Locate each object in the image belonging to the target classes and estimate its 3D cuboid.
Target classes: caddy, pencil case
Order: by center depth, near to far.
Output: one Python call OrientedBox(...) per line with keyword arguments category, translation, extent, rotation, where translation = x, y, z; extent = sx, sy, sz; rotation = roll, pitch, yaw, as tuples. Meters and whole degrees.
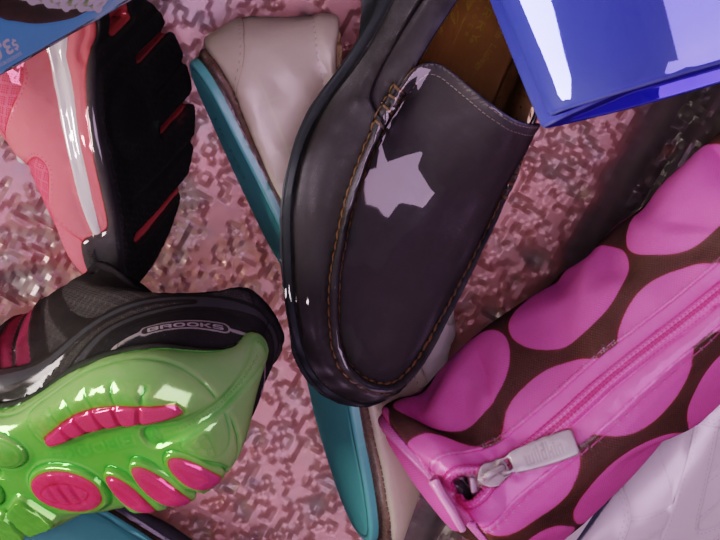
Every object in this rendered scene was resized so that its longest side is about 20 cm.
OrientedBox(category="caddy", translation=(0.121, -0.117, 0.947), extent=(0.199, 0.141, 0.105), rotation=(-16, 88, 1))
OrientedBox(category="pencil case", translation=(0.102, 0.018, 1.019), extent=(0.200, 0.094, 0.091), rotation=(-43, 78, 4))

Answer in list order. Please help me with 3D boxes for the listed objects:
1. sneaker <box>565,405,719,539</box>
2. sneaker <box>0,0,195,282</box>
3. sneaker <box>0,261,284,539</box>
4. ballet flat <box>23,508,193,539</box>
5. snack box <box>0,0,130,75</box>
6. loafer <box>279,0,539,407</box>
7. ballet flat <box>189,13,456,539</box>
OrientedBox(category="sneaker", translation=(0.099, 0.097, 1.104), extent=(0.080, 0.076, 0.200), rotation=(38, 99, -19))
OrientedBox(category="sneaker", translation=(-0.122, -0.087, 1.065), extent=(0.086, 0.074, 0.201), rotation=(-7, 110, 27))
OrientedBox(category="sneaker", translation=(-0.102, 0.044, 1.050), extent=(0.199, 0.084, 0.077), rotation=(-3, 125, 40))
OrientedBox(category="ballet flat", translation=(-0.045, 0.145, 1.101), extent=(0.200, 0.073, 0.073), rotation=(34, 98, 2))
OrientedBox(category="snack box", translation=(-0.090, -0.150, 0.995), extent=(0.037, 0.200, 0.117), rotation=(-13, 107, 45))
OrientedBox(category="loafer", translation=(0.027, -0.051, 1.029), extent=(0.073, 0.072, 0.201), rotation=(21, 77, -33))
OrientedBox(category="ballet flat", translation=(0.000, 0.000, 1.083), extent=(0.069, 0.069, 0.201), rotation=(-19, 102, 1))
